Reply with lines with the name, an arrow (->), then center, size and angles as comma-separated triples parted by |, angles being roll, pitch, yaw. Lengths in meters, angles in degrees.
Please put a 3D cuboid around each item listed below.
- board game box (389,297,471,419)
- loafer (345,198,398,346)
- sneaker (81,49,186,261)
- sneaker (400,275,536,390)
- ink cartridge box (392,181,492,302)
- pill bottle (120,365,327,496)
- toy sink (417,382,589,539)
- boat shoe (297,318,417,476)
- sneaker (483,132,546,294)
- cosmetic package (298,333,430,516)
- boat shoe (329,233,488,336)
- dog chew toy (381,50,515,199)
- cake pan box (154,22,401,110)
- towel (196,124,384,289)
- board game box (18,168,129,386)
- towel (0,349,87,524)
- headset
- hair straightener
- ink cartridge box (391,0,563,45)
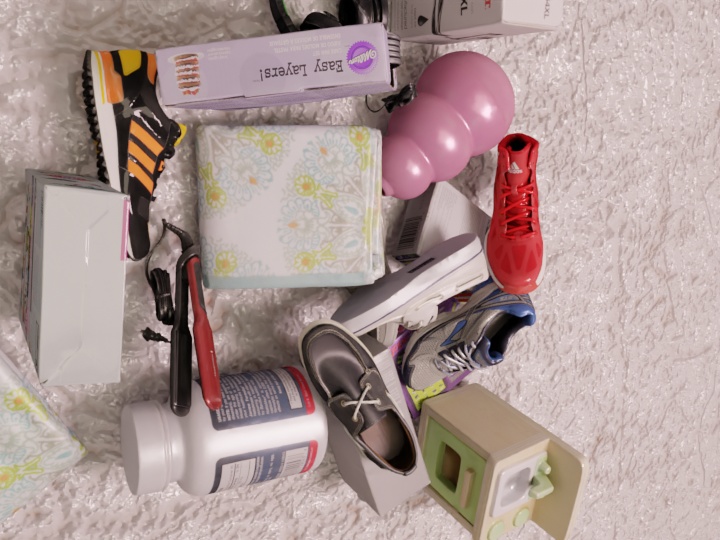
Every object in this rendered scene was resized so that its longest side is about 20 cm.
board game box -> 0.118, 0.095, 0.931 | 0.199, 0.032, 0.121 | -35, 119, -20
loafer -> 0.000, 0.000, 0.819 | 0.069, 0.070, 0.202 | -15, 101, -22
sneaker -> -0.208, -0.111, 0.662 | 0.089, 0.070, 0.202 | -12, 105, -25
sneaker -> 0.132, 0.088, 0.843 | 0.200, 0.085, 0.077 | -44, 125, 15
ink cartridge box -> 0.137, -0.022, 0.889 | 0.199, 0.050, 0.110 | 32, 66, -33
pill bottle -> -0.147, 0.173, 0.734 | 0.198, 0.119, 0.121 | -3, 102, -31
toy sink -> 0.170, 0.259, 0.881 | 0.111, 0.200, 0.132 | -11, 118, -34
boat shoe -> 0.003, 0.136, 0.726 | 0.072, 0.068, 0.201 | -34, 113, -11
sneaker -> 0.181, -0.080, 0.820 | 0.116, 0.078, 0.202 | 67, 21, -54
cosmetic package -> 0.005, 0.182, 0.836 | 0.090, 0.107, 0.201 | -29, 116, -21
boat shoe -> 0.061, 0.033, 0.776 | 0.199, 0.071, 0.070 | -31, 109, -17
dog chew toy -> 0.089, -0.163, 0.802 | 0.200, 0.124, 0.125 | -45, 119, -12
cake pan box -> -0.060, -0.180, 0.626 | 0.198, 0.184, 0.053 | -4, 104, 8
towel -> -0.072, -0.067, 0.732 | 0.198, 0.048, 0.173 | -2, 99, -9
board game box -> -0.250, -0.005, 0.583 | 0.064, 0.200, 0.149 | 2, 100, -31
towel -> -0.383, 0.157, 0.630 | 0.171, 0.048, 0.201 | -38, 117, -18
headset -> -0.012, -0.261, 0.736 | 0.123, 0.094, 0.201 | -38, 106, -18
hair straightener -> -0.190, 0.046, 0.680 | 0.076, 0.041, 0.202 | -15, 77, 9
ink cartridge box -> 0.121, -0.329, 0.738 | 0.084, 0.200, 0.148 | -6, 103, -30
